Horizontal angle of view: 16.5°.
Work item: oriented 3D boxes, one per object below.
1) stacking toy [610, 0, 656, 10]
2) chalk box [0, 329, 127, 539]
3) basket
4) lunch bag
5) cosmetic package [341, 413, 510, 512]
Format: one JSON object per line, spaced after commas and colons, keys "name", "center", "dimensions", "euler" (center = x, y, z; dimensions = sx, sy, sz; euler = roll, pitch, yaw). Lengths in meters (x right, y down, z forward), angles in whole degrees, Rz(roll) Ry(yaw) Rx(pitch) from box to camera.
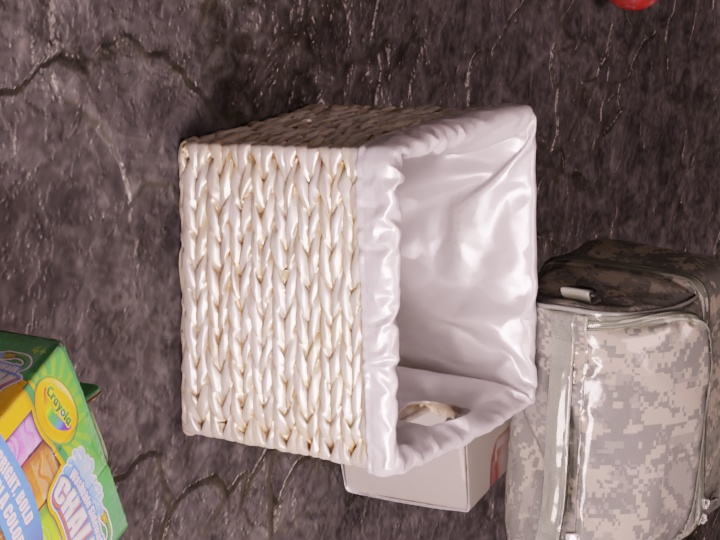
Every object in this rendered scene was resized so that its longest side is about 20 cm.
{"name": "stacking toy", "center": [0.250, -0.284, 2.015], "dimensions": [0.200, 0.085, 0.086], "euler": [-52, 139, -34]}
{"name": "chalk box", "center": [-0.202, 0.105, 1.206], "dimensions": [0.200, 0.124, 0.124], "euler": [-55, 141, -43]}
{"name": "basket", "center": [0.000, 0.000, 1.514], "dimensions": [0.198, 0.160, 0.201], "euler": [-21, 114, -59]}
{"name": "lunch bag", "center": [0.163, 0.093, 1.646], "dimensions": [0.168, 0.139, 0.201], "euler": [-22, 119, -56]}
{"name": "cosmetic package", "center": [0.073, 0.078, 1.725], "dimensions": [0.200, 0.103, 0.088], "euler": [-38, 130, -51]}
